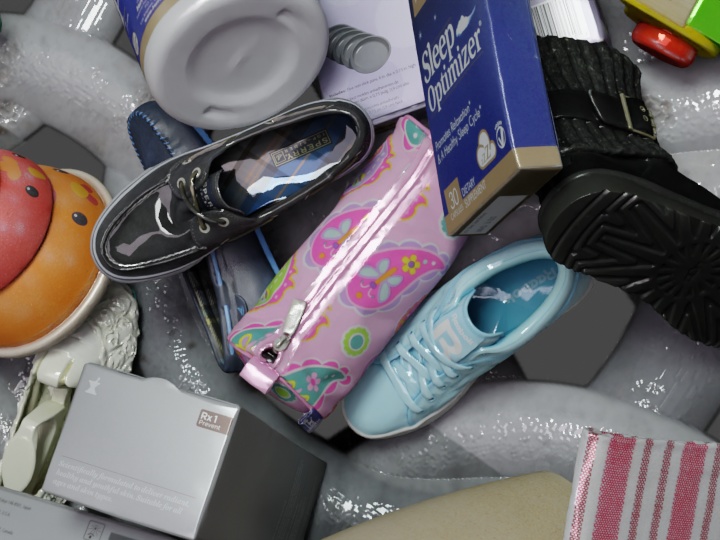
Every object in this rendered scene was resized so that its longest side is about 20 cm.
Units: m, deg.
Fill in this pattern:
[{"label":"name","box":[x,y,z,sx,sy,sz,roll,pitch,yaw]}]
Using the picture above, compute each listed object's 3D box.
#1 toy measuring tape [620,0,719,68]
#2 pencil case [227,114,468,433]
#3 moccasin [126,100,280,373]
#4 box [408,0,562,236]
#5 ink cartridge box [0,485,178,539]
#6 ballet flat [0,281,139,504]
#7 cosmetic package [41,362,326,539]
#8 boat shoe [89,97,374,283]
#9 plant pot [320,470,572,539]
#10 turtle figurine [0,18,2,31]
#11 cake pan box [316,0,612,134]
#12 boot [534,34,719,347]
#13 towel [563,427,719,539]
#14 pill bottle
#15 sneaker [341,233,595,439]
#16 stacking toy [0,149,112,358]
[{"label":"toy measuring tape","box":[0.165,-0.179,0.845,0.199,0.074,0.074,27,97,-13]},{"label":"pencil case","box":[0.000,0.000,0.881,0.087,0.087,0.200,38,84,15]},{"label":"moccasin","box":[-0.110,-0.025,0.934,0.068,0.081,0.201,-26,77,-25]},{"label":"box","box":[0.066,-0.133,0.807,0.032,0.121,0.201,-3,75,-16]},{"label":"ink cartridge box","box":[-0.159,0.197,0.905,0.199,0.174,0.044,11,69,25]},{"label":"ballet flat","box":[-0.213,0.095,0.981,0.071,0.072,0.201,21,94,17]},{"label":"cosmetic package","box":[-0.103,0.128,0.869,0.106,0.200,0.091,13,79,19]},{"label":"boat shoe","box":[-0.081,-0.050,0.869,0.199,0.066,0.070,-23,94,0]},{"label":"plant pot","box":[0.058,0.211,0.824,0.199,0.187,0.188,-30,78,-20]},{"label":"turtle figurine","box":[-0.319,-0.266,1.012,0.200,0.101,0.150,44,101,8]},{"label":"cake pan box","box":[0.052,-0.202,0.911,0.199,0.052,0.185,-19,85,17]},{"label":"boot","box":[0.177,-0.053,0.846,0.079,0.210,0.158,-46,34,27]},{"label":"towel","box":[0.191,0.169,0.801,0.030,0.199,0.147,12,93,61]},{"label":"pill bottle","box":[-0.107,-0.201,0.904,0.119,0.120,0.201,-35,54,14]},{"label":"sneaker","box":[0.059,0.039,0.885,0.200,0.082,0.074,-41,76,13]},{"label":"stacking toy","box":[-0.267,-0.040,0.917,0.145,0.200,0.147,-13,60,23]}]
